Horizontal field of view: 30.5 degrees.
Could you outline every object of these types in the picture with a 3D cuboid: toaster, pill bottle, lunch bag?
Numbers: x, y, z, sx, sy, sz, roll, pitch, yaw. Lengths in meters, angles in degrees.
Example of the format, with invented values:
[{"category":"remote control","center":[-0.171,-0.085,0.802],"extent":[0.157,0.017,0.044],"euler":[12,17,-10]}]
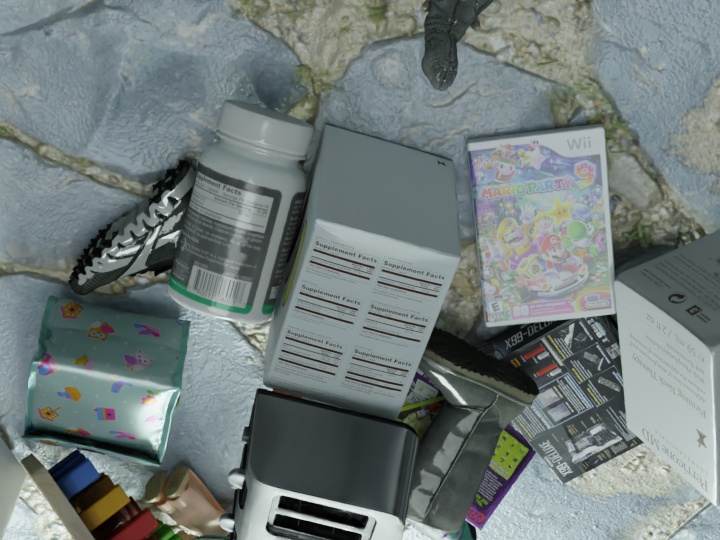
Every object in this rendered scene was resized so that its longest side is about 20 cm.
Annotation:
[{"category":"toaster","center":[-0.036,0.228,1.314],"extent":[0.197,0.120,0.182],"euler":[14,137,-3]},{"category":"pill bottle","center":[-0.116,-0.059,1.312],"extent":[0.111,0.113,0.203],"euler":[15,100,-9]},{"category":"lunch bag","center":[-0.287,0.142,1.470],"extent":[0.168,0.123,0.201],"euler":[12,134,-11]}]

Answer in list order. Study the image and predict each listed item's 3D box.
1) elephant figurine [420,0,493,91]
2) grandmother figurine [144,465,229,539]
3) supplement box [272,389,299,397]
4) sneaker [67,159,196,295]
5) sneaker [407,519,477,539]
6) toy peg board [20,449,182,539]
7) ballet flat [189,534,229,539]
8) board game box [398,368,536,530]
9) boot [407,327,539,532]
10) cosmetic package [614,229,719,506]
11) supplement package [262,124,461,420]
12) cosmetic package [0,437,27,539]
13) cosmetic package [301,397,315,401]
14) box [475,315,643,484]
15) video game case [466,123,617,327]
[{"category":"elephant figurine","center":[0.099,-0.280,1.143],"extent":[0.139,0.201,0.157],"euler":[-17,121,12]},{"category":"grandmother figurine","center":[-0.172,0.319,1.621],"extent":[0.120,0.061,0.201],"euler":[-11,130,41]},{"category":"supplement box","center":[-0.060,0.203,1.536],"extent":[0.068,0.067,0.203],"euler":[-4,122,4]},{"category":"sneaker","center":[-0.223,-0.023,1.392],"extent":[0.199,0.067,0.090],"euler":[-39,112,20]},{"category":"sneaker","center":[0.060,0.273,1.585],"extent":[0.087,0.075,0.201],"euler":[-27,108,29]},{"category":"toy peg board","center":[-0.291,0.280,1.520],"extent":[0.097,0.200,0.201],"euler":[-35,98,-17]},{"category":"ballet flat","center":[-0.211,0.362,1.592],"extent":[0.198,0.070,0.070],"euler":[-11,127,42]},{"category":"board game box","center":[0.098,0.195,1.516],"extent":[0.199,0.032,0.121],"euler":[39,83,-18]},{"category":"boot","center":[0.082,0.177,1.447],"extent":[0.180,0.073,0.201],"euler":[29,114,-13]},{"category":"cosmetic package","center":[0.381,0.094,1.369],"extent":[0.164,0.167,0.202],"euler":[-22,123,-17]},{"category":"supplement package","center":[0.000,0.000,1.329],"extent":[0.145,0.192,0.202],"euler":[15,122,-8]},{"category":"cosmetic package","center":[-0.529,0.230,1.521],"extent":[0.197,0.124,0.201],"euler":[-19,120,15]},{"category":"cosmetic package","center":[-0.024,0.237,1.460],"extent":[0.105,0.091,0.202],"euler":[9,123,3]},{"category":"box","center":[0.243,0.133,1.495],"extent":[0.157,0.050,0.200],"euler":[-31,117,19]},{"category":"video game case","center":[0.190,-0.044,1.373],"extent":[0.141,0.018,0.203],"euler":[-6,108,5]}]
